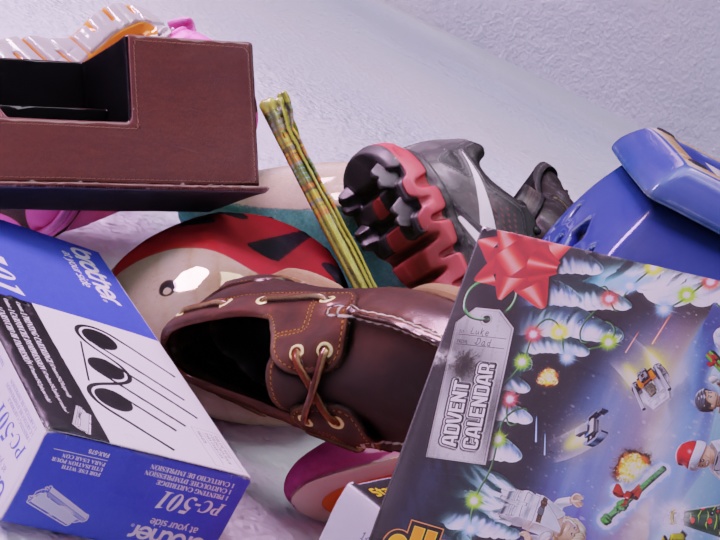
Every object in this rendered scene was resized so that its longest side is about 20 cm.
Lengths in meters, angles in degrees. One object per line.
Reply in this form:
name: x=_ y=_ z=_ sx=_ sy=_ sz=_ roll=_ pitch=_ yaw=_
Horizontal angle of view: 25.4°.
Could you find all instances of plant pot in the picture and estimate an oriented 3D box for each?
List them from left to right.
plant pot: x=0.243 y=0.011 z=1.196 sx=0.200 sy=0.180 sz=0.200 roll=27 pitch=14 yaw=-7

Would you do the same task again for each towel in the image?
towel: x=0.000 y=0.000 z=0.872 sx=0.200 sy=0.018 sz=0.086 roll=63 pitch=0 yaw=12

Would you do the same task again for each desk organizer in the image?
desk organizer: x=-0.151 y=-0.072 z=0.775 sx=0.200 sy=0.077 sz=0.072 roll=-1 pitch=-6 yaw=-30

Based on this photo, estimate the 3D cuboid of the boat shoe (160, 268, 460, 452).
boat shoe: x=-0.010 y=0.041 z=0.656 sx=0.070 sy=0.070 sz=0.200 roll=-15 pitch=12 yaw=-35

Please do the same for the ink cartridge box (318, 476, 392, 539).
ink cartridge box: x=0.059 y=0.131 z=0.641 sx=0.176 sy=0.084 sz=0.200 roll=35 pitch=17 yaw=26

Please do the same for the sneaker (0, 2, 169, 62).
sneaker: x=-0.191 y=-0.108 z=1.027 sx=0.078 sy=0.077 sz=0.200 roll=44 pitch=36 yaw=10

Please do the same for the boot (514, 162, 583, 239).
boot: x=0.208 y=-0.013 z=1.437 sx=0.174 sy=0.069 sz=0.200 roll=34 pitch=19 yaw=3

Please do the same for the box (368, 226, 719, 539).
box: x=0.073 y=0.094 z=0.511 sx=0.137 sy=0.200 sz=0.040 roll=13 pitch=-18 yaw=22

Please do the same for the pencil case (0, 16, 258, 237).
pencil case: x=-0.142 y=-0.083 z=0.909 sx=0.091 sy=0.094 sz=0.200 roll=2 pitch=18 yaw=24

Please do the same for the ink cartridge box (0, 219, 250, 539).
ink cartridge box: x=-0.129 y=0.041 z=0.679 sx=0.094 sy=0.044 sz=0.200 roll=20 pitch=16 yaw=-35

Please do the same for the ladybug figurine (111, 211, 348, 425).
ladybug figurine: x=-0.060 y=0.017 z=0.831 sx=0.136 sy=0.072 sz=0.200 roll=29 pitch=14 yaw=5

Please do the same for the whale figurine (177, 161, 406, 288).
whale figurine: x=-0.018 y=-0.014 z=1.003 sx=0.200 sy=0.104 sz=0.159 roll=5 pitch=-5 yaw=-5

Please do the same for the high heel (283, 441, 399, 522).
high heel: x=0.031 y=0.058 z=0.772 sx=0.200 sy=0.067 sz=0.096 roll=-13 pitch=60 yaw=-35

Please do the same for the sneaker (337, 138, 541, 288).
sneaker: x=0.069 y=0.012 z=0.907 sx=0.098 sy=0.071 sz=0.200 roll=-23 pitch=87 yaw=-33
